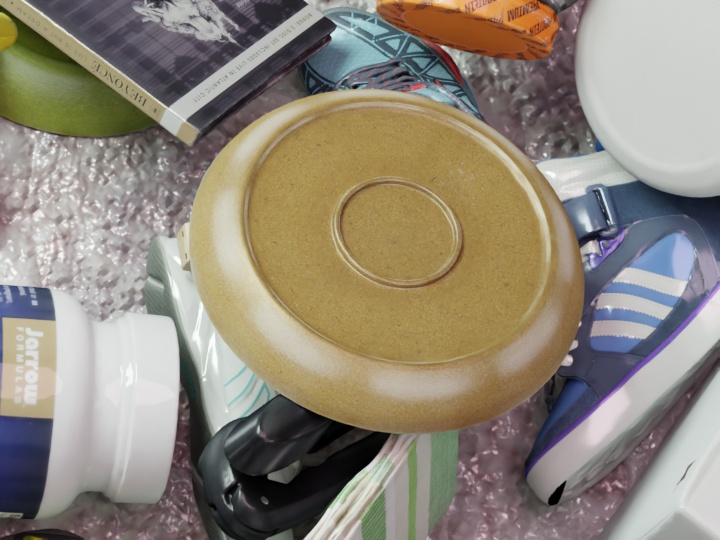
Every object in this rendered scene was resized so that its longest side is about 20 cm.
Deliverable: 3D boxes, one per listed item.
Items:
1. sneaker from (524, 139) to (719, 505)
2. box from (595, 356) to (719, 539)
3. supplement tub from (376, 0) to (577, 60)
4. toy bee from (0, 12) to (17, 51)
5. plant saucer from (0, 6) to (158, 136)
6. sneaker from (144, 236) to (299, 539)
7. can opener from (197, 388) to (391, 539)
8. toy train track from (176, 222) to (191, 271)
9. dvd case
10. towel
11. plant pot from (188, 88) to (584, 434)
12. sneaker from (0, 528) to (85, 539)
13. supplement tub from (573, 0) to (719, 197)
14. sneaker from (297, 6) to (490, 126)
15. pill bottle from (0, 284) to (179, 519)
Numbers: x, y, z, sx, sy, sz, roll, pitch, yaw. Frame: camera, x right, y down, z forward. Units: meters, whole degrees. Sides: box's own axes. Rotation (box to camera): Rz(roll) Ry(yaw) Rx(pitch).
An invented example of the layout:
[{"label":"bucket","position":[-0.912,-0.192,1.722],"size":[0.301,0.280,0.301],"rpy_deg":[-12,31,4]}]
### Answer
[{"label":"sneaker","position":[0.117,0.015,1.589],"size":[0.146,0.081,0.200],"rpy_deg":[41,68,13]},{"label":"box","position":[0.225,0.112,1.505],"size":[0.130,0.199,0.200],"rpy_deg":[36,65,1]},{"label":"supplement tub","position":[0.078,-0.220,1.560],"size":[0.122,0.123,0.201],"rpy_deg":[16,83,-8]},{"label":"toy bee","position":[-0.250,-0.124,1.524],"size":[0.131,0.109,0.201],"rpy_deg":[-39,71,16]},{"label":"plant saucer","position":[-0.151,-0.171,1.613],"size":[0.199,0.031,0.201],"rpy_deg":[5,68,-13]},{"label":"sneaker","position":[-0.052,0.070,1.522],"size":[0.080,0.070,0.201],"rpy_deg":[-7,70,-20]},{"label":"can opener","position":[-0.011,0.087,1.475],"size":[0.200,0.078,0.064],"rpy_deg":[-16,77,-57]},{"label":"toy train track","position":[0.000,0.000,1.549],"size":[0.199,0.033,0.115],"rpy_deg":[12,48,-29]},{"label":"dvd case","position":[-0.126,-0.153,1.542],"size":[0.200,0.016,0.149],"rpy_deg":[36,38,9]},{"label":"towel","position":[-0.011,0.151,1.459],"size":[0.023,0.153,0.200],"rpy_deg":[28,64,16]},{"label":"plant pot","position":[0.016,-0.013,1.445],"size":[0.199,0.028,0.201],"rpy_deg":[7,54,-9]},{"label":"sneaker","position":[-0.133,0.211,1.442],"size":[0.084,0.075,0.201],"rpy_deg":[-24,76,-22]},{"label":"supplement tub","position":[0.220,-0.120,1.594],"size":[0.200,0.140,0.141],"rpy_deg":[-15,71,-51]},{"label":"sneaker","position":[0.032,-0.082,1.564],"size":[0.079,0.096,0.200],"rpy_deg":[-41,61,-4]},{"label":"pill bottle","position":[-0.194,0.063,1.462],"size":[0.199,0.116,0.116],"rpy_deg":[4,68,-13]}]
